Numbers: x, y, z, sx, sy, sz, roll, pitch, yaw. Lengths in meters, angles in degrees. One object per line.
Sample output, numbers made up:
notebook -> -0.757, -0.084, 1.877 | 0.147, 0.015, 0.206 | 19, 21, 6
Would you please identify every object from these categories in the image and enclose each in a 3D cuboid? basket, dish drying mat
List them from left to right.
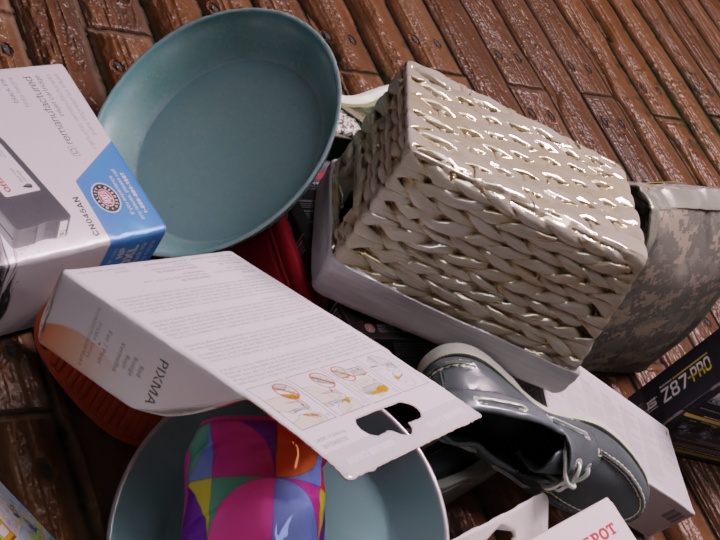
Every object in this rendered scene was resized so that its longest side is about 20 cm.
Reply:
dish drying mat -> -0.072, -0.006, 0.860 | 0.018, 0.077, 0.202 | 5, 51, -39
basket -> 0.080, -0.032, 0.828 | 0.198, 0.124, 0.136 | 23, 34, -15

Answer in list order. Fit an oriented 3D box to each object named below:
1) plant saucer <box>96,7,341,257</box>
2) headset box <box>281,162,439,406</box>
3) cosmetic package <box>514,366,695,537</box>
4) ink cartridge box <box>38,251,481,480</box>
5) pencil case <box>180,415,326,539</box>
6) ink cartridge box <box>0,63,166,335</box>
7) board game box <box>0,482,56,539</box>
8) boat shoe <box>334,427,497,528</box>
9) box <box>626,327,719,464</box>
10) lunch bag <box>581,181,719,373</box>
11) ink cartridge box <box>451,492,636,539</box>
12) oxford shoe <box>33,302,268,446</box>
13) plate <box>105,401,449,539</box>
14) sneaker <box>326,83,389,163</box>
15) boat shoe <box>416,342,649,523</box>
plant saucer -> -0.099, -0.092, 0.861 | 0.036, 0.198, 0.202 | 51, 17, -56
headset box -> 0.000, 0.000, 0.902 | 0.147, 0.075, 0.201 | 4, 43, -37
cosmetic package -> 0.175, 0.128, 0.932 | 0.199, 0.050, 0.083 | 34, 36, -37
ink cartridge box -> -0.052, 0.059, 0.677 | 0.199, 0.051, 0.162 | 34, 20, 22
pencil case -> -0.063, 0.179, 0.646 | 0.088, 0.088, 0.203 | 17, 65, -28
ink cartridge box -> -0.241, -0.038, 0.738 | 0.199, 0.084, 0.145 | -17, 66, -47
board game box -> -0.154, 0.162, 0.555 | 0.135, 0.034, 0.200 | 47, -5, -4
boat shoe -> 0.031, 0.132, 0.822 | 0.199, 0.075, 0.062 | -14, 65, -48
box -> 0.350, 0.111, 1.049 | 0.198, 0.161, 0.050 | 15, 46, -29
lunch bag -> 0.223, -0.008, 1.020 | 0.163, 0.200, 0.119 | 2, 53, -39
ink cartridge box -> 0.123, 0.248, 0.751 | 0.128, 0.125, 0.201 | -11, 62, -46
oxford shoe -> -0.113, 0.074, 0.774 | 0.199, 0.072, 0.073 | 34, 16, -13
plate -> -0.047, 0.159, 0.711 | 0.197, 0.026, 0.203 | 2, 70, -5
sneaker -> 0.010, -0.102, 1.013 | 0.198, 0.078, 0.089 | -5, 40, -35
boat shoe -> 0.118, 0.124, 0.811 | 0.199, 0.073, 0.062 | 35, 23, -21
